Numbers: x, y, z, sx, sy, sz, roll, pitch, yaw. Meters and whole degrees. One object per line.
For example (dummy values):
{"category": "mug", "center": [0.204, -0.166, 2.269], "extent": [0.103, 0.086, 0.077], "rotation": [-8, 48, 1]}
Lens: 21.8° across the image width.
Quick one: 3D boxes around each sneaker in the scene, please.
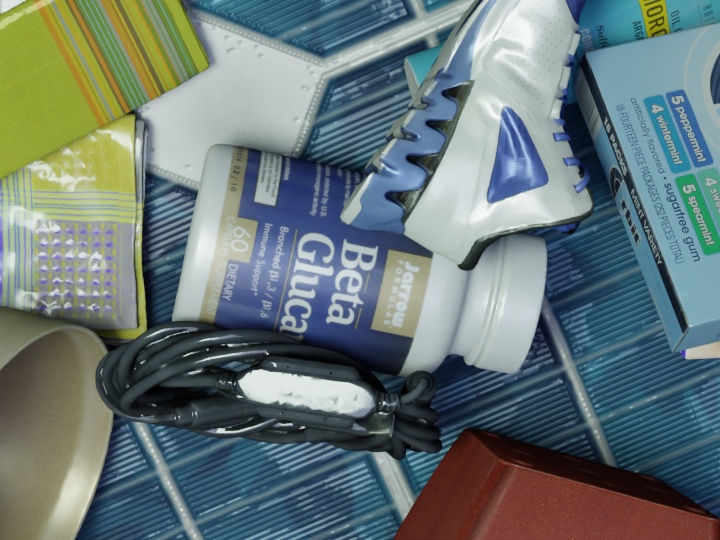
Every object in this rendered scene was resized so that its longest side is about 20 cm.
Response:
{"category": "sneaker", "center": [0.088, -0.081, 1.013], "extent": [0.115, 0.081, 0.199], "rotation": [34, 88, -7]}

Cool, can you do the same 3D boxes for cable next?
{"category": "cable", "center": [-0.052, 0.070, 1.072], "extent": [0.200, 0.163, 0.051], "rotation": [5, 78, 7]}

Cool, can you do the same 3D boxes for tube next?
{"category": "tube", "center": [0.127, -0.128, 1.078], "extent": [0.200, 0.050, 0.077], "rotation": [-18, 120, -3]}

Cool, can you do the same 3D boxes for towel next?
{"category": "towel", "center": [-0.222, -0.028, 1.098], "extent": [0.200, 0.023, 0.144], "rotation": [4, 106, -4]}
{"category": "towel", "center": [-0.189, -0.106, 1.049], "extent": [0.200, 0.018, 0.086], "rotation": [-29, 118, -8]}

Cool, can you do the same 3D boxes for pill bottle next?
{"category": "pill bottle", "center": [0.000, 0.000, 1.069], "extent": [0.200, 0.111, 0.111], "rotation": [11, 104, -6]}

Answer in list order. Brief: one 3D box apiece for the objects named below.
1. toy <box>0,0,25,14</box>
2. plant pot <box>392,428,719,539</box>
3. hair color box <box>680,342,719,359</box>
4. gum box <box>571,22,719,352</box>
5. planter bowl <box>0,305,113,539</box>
{"category": "toy", "center": [-0.210, -0.191, 1.040], "extent": [0.115, 0.047, 0.200], "rotation": [2, 106, -5]}
{"category": "plant pot", "center": [0.110, 0.200, 1.099], "extent": [0.200, 0.200, 0.176], "rotation": [16, 91, -7]}
{"category": "hair color box", "center": [0.285, -0.010, 1.106], "extent": [0.200, 0.065, 0.109], "rotation": [-2, 106, 0]}
{"category": "gum box", "center": [0.240, -0.060, 1.035], "extent": [0.200, 0.045, 0.170], "rotation": [-14, 69, -10]}
{"category": "planter bowl", "center": [-0.248, 0.102, 1.060], "extent": [0.135, 0.200, 0.200], "rotation": [21, 105, 19]}
